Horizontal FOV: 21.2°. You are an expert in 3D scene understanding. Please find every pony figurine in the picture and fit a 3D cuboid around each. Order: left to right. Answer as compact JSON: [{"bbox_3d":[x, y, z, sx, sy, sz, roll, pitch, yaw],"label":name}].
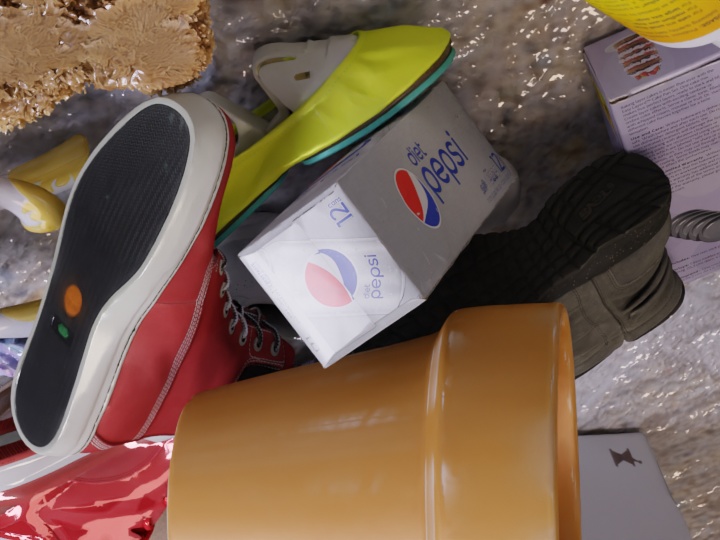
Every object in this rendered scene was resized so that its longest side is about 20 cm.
[{"bbox_3d":[-0.239,0.015,0.953,0.200,0.167,0.194,-1,122,-33],"label":"pony figurine"}]

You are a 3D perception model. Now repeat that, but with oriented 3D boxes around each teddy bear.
[{"bbox_3d":[-0.168,-0.119,0.883,0.199,0.067,0.145,-15,132,7],"label":"teddy bear"}]

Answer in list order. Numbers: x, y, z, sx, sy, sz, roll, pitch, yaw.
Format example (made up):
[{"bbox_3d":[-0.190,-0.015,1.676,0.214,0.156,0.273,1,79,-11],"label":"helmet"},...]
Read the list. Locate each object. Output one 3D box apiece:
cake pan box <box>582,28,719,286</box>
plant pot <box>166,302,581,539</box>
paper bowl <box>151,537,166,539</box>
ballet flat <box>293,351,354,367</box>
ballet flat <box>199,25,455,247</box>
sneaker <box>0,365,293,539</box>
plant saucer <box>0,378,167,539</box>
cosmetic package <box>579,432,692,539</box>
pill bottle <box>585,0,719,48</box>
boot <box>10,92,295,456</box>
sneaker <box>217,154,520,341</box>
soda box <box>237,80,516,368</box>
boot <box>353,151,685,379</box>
[{"bbox_3d":[0.239,-0.090,1.078,0.200,0.052,0.184,-23,143,6],"label":"cake pan box"},{"bbox_3d":[0.010,0.118,0.928,0.183,0.201,0.200,-2,142,9],"label":"plant pot"},{"bbox_3d":[-0.126,0.220,1.260,0.200,0.105,0.201,-10,142,-8],"label":"paper bowl"},{"bbox_3d":[-0.006,0.079,1.106,0.072,0.072,0.200,-5,177,-16],"label":"ballet flat"},{"bbox_3d":[-0.046,-0.075,0.980,0.200,0.067,0.067,-36,109,22],"label":"ballet flat"},{"bbox_3d":[-0.119,0.122,1.100,0.199,0.078,0.116,-14,113,5],"label":"sneaker"},{"bbox_3d":[-0.154,0.143,1.143,0.200,0.034,0.201,-2,101,-11],"label":"plant saucer"},{"bbox_3d":[0.117,0.235,1.324,0.165,0.165,0.200,0,137,-21],"label":"cosmetic package"},{"bbox_3d":[0.130,-0.173,0.889,0.200,0.109,0.109,24,125,-40],"label":"pill bottle"},{"bbox_3d":[-0.077,0.003,0.956,0.144,0.072,0.200,0,126,-42],"label":"boot"},{"bbox_3d":[0.000,0.000,1.060,0.199,0.089,0.075,-19,140,0],"label":"sneaker"},{"bbox_3d":[0.013,-0.028,0.935,0.063,0.200,0.068,-35,96,24],"label":"soda box"},{"bbox_3d":[0.094,0.030,1.058,0.200,0.068,0.131,-28,143,-9],"label":"boot"}]
